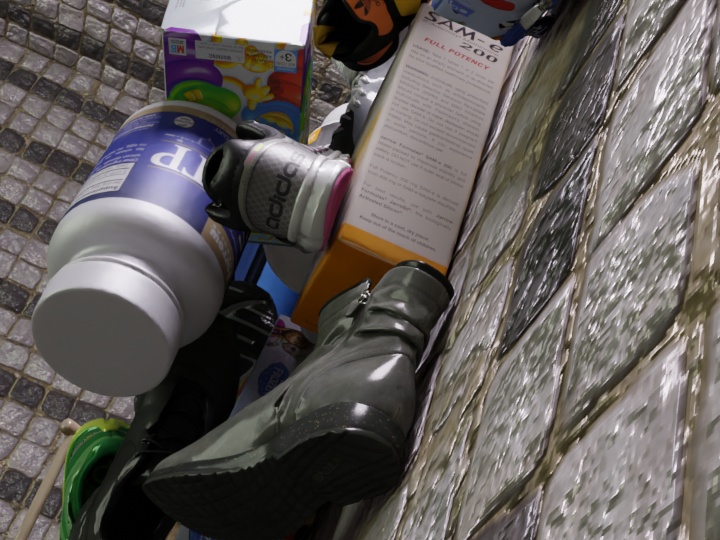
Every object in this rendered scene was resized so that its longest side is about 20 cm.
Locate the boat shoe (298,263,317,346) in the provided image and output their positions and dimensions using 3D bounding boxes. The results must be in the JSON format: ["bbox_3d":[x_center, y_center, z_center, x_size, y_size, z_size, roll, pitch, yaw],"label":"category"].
[{"bbox_3d":[0.000,0.000,0.861,0.057,0.068,0.200,-60,1,43],"label":"boat shoe"}]

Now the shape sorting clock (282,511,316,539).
[{"bbox_3d":[-0.050,0.163,0.759,0.200,0.039,0.201,-158,90,-89],"label":"shape sorting clock"}]

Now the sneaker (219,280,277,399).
[{"bbox_3d":[-0.129,0.099,0.913,0.090,0.078,0.201,108,-175,-60],"label":"sneaker"}]

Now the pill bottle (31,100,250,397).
[{"bbox_3d":[-0.142,-0.016,0.747,0.201,0.119,0.120,-76,10,-50],"label":"pill bottle"}]

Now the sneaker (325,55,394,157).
[{"bbox_3d":[-0.006,-0.141,0.936,0.200,0.115,0.075,-44,-5,-28],"label":"sneaker"}]

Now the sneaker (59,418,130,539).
[{"bbox_3d":[-0.188,0.210,0.799,0.084,0.073,0.202,173,95,-72],"label":"sneaker"}]

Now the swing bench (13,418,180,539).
[{"bbox_3d":[-0.205,0.270,0.971,0.201,0.129,0.200,65,-145,-43],"label":"swing bench"}]

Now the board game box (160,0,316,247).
[{"bbox_3d":[-0.091,-0.128,0.856,0.201,0.102,0.105,97,179,-48],"label":"board game box"}]

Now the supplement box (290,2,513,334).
[{"bbox_3d":[0.029,-0.059,0.743,0.126,0.073,0.201,123,168,-59],"label":"supplement box"}]

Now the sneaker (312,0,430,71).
[{"bbox_3d":[-0.006,-0.185,0.811,0.090,0.070,0.200,-37,4,-17],"label":"sneaker"}]

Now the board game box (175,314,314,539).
[{"bbox_3d":[-0.095,0.166,0.797,0.200,0.041,0.200,-67,0,-57],"label":"board game box"}]

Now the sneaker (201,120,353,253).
[{"bbox_3d":[-0.057,-0.057,0.713,0.200,0.087,0.074,-125,58,-84],"label":"sneaker"}]

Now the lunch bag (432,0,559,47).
[{"bbox_3d":[0.114,-0.231,0.639,0.160,0.075,0.201,147,147,-77],"label":"lunch bag"}]

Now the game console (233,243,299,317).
[{"bbox_3d":[-0.068,-0.009,1.063,0.201,0.117,0.172,-73,-9,-50],"label":"game console"}]

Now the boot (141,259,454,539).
[{"bbox_3d":[-0.031,0.075,0.624,0.199,0.068,0.131,-25,31,39],"label":"boot"}]

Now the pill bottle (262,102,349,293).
[{"bbox_3d":[-0.015,-0.072,1.053,0.201,0.116,0.117,-73,8,-51],"label":"pill bottle"}]

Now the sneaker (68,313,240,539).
[{"bbox_3d":[-0.127,0.119,0.744,0.091,0.076,0.201,-33,35,67],"label":"sneaker"}]
